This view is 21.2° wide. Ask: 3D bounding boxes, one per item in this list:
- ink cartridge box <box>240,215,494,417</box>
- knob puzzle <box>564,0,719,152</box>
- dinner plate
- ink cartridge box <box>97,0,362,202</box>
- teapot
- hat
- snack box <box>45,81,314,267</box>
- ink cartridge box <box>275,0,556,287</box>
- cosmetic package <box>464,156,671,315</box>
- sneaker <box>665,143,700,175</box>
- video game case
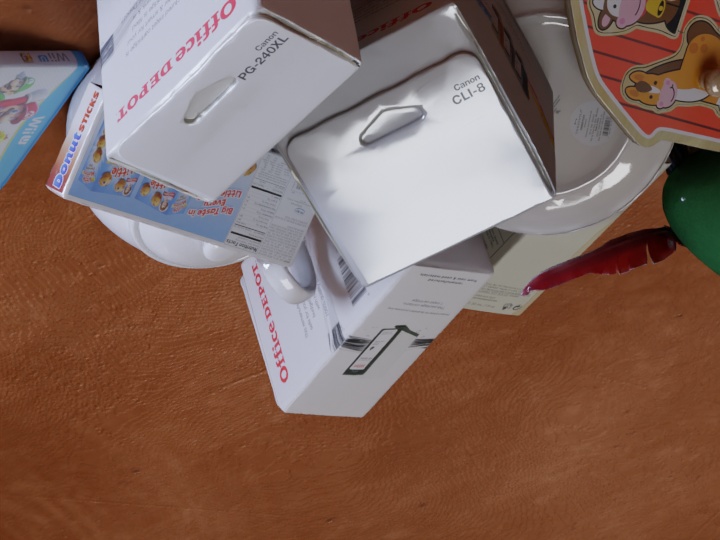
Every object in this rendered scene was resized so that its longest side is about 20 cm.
[{"bbox_3d":[0.000,0.000,1.491,0.084,0.147,0.200,6,141,-33],"label":"ink cartridge box"},{"bbox_3d":[0.229,-0.180,1.336,0.218,0.030,0.221,-8,110,-23],"label":"knob puzzle"},{"bbox_3d":[0.130,-0.120,1.373,0.199,0.024,0.201,1,108,3],"label":"dinner plate"},{"bbox_3d":[-0.086,-0.163,1.163,0.083,0.201,0.145,25,130,-35],"label":"ink cartridge box"},{"bbox_3d":[-0.107,-0.067,1.349,0.199,0.147,0.198,-2,144,-22],"label":"teapot"},{"bbox_3d":[0.236,-0.065,1.456,0.175,0.200,0.166,18,115,1],"label":"hat"},{"bbox_3d":[-0.106,-0.058,1.242,0.199,0.024,0.072,18,100,-45],"label":"snack box"},{"bbox_3d":[0.035,-0.111,1.260,0.145,0.200,0.145,-26,109,15],"label":"ink cartridge box"},{"bbox_3d":[0.140,-0.064,1.498,0.073,0.104,0.200,9,140,-36],"label":"cosmetic package"},{"bbox_3d":[0.263,-0.139,1.487,0.077,0.076,0.200,-34,149,-7],"label":"sneaker"},{"bbox_3d":[-0.295,-0.096,1.288,0.199,0.018,0.143,-7,149,-46],"label":"video game case"}]
